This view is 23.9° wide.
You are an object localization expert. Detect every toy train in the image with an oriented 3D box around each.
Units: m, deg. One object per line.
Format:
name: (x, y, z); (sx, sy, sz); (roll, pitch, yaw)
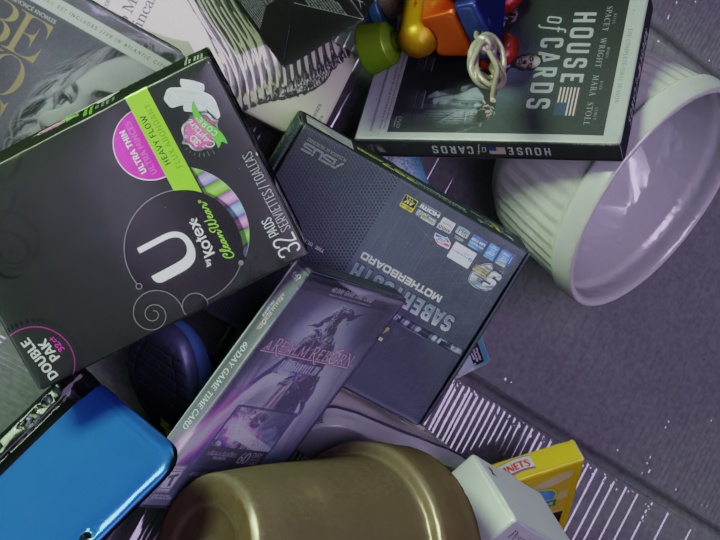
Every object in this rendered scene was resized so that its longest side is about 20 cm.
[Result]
toy train: (0.047, -0.169, 1.220); (0.085, 0.115, 0.200); (58, 27, -35)

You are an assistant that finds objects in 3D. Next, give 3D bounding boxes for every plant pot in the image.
plant pot: (-0.042, 0.205, 1.176); (0.174, 0.200, 0.201); (18, 87, -41)

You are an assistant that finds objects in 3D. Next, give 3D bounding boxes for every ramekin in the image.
ramekin: (0.194, -0.083, 1.325); (0.200, 0.105, 0.200); (-36, 149, -25)

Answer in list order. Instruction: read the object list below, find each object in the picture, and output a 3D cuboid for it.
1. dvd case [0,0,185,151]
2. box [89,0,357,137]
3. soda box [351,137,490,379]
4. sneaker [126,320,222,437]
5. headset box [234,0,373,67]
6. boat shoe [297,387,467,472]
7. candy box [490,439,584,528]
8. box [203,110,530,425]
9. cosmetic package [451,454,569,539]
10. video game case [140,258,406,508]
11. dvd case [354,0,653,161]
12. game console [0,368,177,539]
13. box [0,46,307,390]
dvd case: (-0.237, -0.103, 1.185); (0.148, 0.016, 0.200); (28, 104, -23)
box: (-0.109, -0.169, 1.242); (0.200, 0.068, 0.082); (24, 92, -24)
soda box: (0.030, -0.009, 1.324); (0.068, 0.064, 0.201); (-24, 105, -19)
sneaker: (-0.111, 0.092, 1.236); (0.082, 0.074, 0.200); (-39, 146, -21)
headset box: (-0.046, -0.259, 1.214); (0.077, 0.200, 0.149); (-28, 112, 25)
boat shoe: (0.024, 0.129, 1.329); (0.200, 0.071, 0.070); (28, 45, -38)
candy box: (0.077, 0.197, 1.344); (0.199, 0.026, 0.102); (-15, 140, -17)
box: (0.000, 0.000, 1.251); (0.200, 0.051, 0.158); (30, 102, -12)
cosmetic package: (0.055, 0.241, 1.295); (0.200, 0.071, 0.101); (-44, 137, 12)
video game case: (-0.062, 0.085, 1.182); (0.200, 0.019, 0.143); (-53, 153, 11)
dvd case: (0.107, -0.146, 1.264); (0.025, 0.199, 0.151); (66, 32, -50)
game console: (-0.221, 0.176, 1.154); (0.118, 0.171, 0.200); (43, 76, 13)
box: (-0.157, -0.038, 1.138); (0.200, 0.124, 0.149); (-27, 101, 1)
